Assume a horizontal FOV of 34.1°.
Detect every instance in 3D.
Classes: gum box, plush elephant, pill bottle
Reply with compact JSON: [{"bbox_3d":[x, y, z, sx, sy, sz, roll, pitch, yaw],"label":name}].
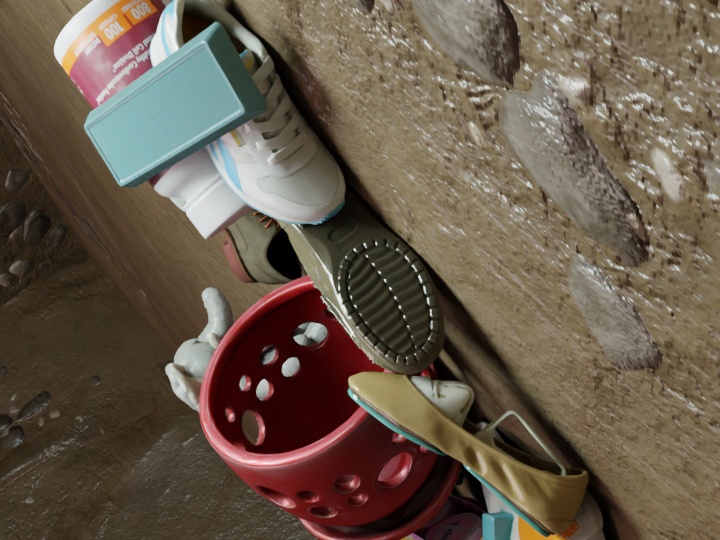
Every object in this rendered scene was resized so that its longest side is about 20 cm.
[{"bbox_3d":[0.074,0.280,1.149,0.199,0.066,0.115,9,122,64],"label":"gum box"},{"bbox_3d":[-0.119,0.088,1.194,0.153,0.202,0.165,18,179,-14],"label":"plush elephant"},{"bbox_3d":[-0.151,-0.134,0.972,0.201,0.114,0.114,52,166,-2],"label":"pill bottle"}]

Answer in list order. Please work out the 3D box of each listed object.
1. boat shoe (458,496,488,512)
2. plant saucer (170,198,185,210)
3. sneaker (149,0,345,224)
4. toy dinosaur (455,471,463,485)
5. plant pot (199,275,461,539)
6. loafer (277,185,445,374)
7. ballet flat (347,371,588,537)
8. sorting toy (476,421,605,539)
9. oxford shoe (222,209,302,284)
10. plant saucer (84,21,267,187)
[{"bbox_3d":[0.145,0.292,1.196,0.062,0.072,0.199,9,-167,-36],"label":"boat shoe"},{"bbox_3d":[-0.208,-0.122,1.325,0.200,0.050,0.200,49,166,16],"label":"plant saucer"},{"bbox_3d":[-0.084,-0.119,0.882,0.200,0.076,0.081,48,159,0],"label":"sneaker"},{"bbox_3d":[0.060,0.190,1.220,0.102,0.058,0.200,58,165,-18],"label":"toy dinosaur"},{"bbox_3d":[-0.017,0.131,1.038,0.200,0.200,0.183,37,166,45],"label":"plant pot"},{"bbox_3d":[0.000,0.000,0.918,0.201,0.075,0.068,57,170,23],"label":"loafer"},{"bbox_3d":[0.084,0.121,0.886,0.199,0.063,0.069,35,-173,-1],"label":"ballet flat"},{"bbox_3d":[0.145,0.226,1.006,0.181,0.106,0.201,-115,-1,-48],"label":"sorting toy"},{"bbox_3d":[-0.109,-0.066,1.151,0.074,0.071,0.201,10,143,33],"label":"oxford shoe"},{"bbox_3d":[-0.146,-0.116,0.880,0.199,0.019,0.070,-20,104,48],"label":"plant saucer"}]
